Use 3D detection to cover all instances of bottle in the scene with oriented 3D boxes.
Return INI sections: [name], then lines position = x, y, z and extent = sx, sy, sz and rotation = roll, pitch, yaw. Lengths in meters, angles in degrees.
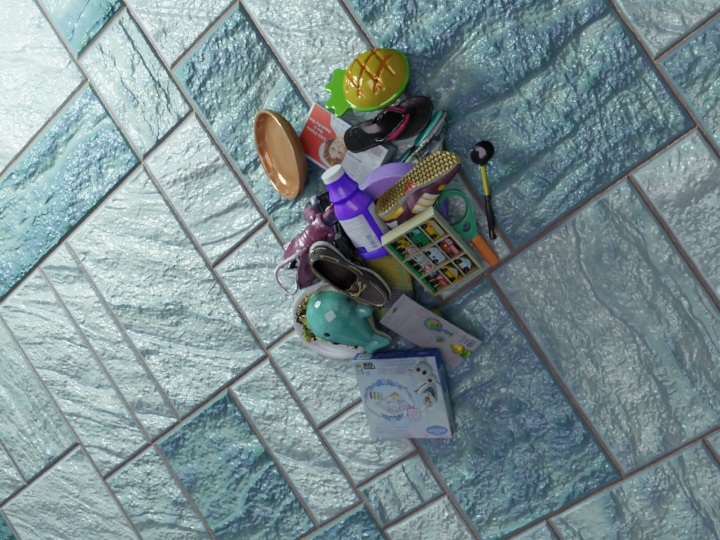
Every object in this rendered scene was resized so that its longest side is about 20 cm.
[bottle]
position = -0.008, -0.116, 1.644
extent = 0.083, 0.066, 0.201
rotation = -10, 122, 43

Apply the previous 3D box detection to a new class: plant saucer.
[plant saucer]
position = -0.171, -0.255, 1.790
extent = 0.200, 0.037, 0.203
rotation = 45, 148, 39

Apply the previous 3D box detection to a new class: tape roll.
[tape roll]
position = 0.083, -0.119, 1.708
extent = 0.196, 0.066, 0.203
rotation = 5, 123, 7

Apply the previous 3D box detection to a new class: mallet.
[mallet]
position = 0.261, -0.167, 1.685
extent = 0.040, 0.066, 0.203
rotation = -3, 114, 24

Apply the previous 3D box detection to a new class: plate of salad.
[plate of salad]
position = -0.065, 0.122, 1.847
extent = 0.196, 0.048, 0.203
rotation = 8, 122, 13

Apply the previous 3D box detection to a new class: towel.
[towel]
position = 0.051, 0.034, 1.769
extent = 0.141, 0.023, 0.202
rotation = 5, 133, 23

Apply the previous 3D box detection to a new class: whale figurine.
[whale figurine]
position = -0.029, 0.121, 1.753
extent = 0.199, 0.105, 0.158
rotation = 41, 134, -19

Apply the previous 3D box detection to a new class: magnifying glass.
[magnifying glass]
position = 0.219, -0.084, 1.671
extent = 0.079, 0.022, 0.200
rotation = -41, 117, 3

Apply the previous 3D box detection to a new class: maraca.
[maraca]
position = 0.012, -0.387, 1.696
extent = 0.197, 0.107, 0.140
rotation = -14, 64, 25

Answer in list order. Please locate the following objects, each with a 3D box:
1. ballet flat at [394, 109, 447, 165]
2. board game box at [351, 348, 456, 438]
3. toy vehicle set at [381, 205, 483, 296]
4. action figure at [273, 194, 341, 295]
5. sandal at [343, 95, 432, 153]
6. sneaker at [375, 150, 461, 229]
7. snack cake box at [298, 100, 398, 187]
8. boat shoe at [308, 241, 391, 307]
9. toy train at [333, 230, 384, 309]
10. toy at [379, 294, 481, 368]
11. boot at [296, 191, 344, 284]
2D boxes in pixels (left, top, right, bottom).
[ballet flat]
position = 0.129, -0.243, 1.711
extent = 0.074, 0.074, 0.200
rotation = 47, 116, 7
[board game box]
position = 0.096, 0.274, 1.817
extent = 0.197, 0.043, 0.202
rotation = -5, 110, 24
[toy vehicle set]
position = 0.146, -0.035, 1.655
extent = 0.123, 0.027, 0.200
rotation = -30, 132, 21
[action figure]
position = -0.106, -0.068, 1.715
extent = 0.134, 0.148, 0.201
rotation = 43, 123, 12
[sandal]
position = 0.057, -0.296, 1.675
extent = 0.197, 0.045, 0.076
rotation = -23, 79, 9
[sneaker]
position = 0.127, -0.152, 1.608
extent = 0.199, 0.076, 0.090
rotation = -33, 130, 24
[snack cake box]
position = -0.033, -0.263, 1.765
extent = 0.199, 0.067, 0.116
rotation = 35, 114, 12
[boat shoe]
position = -0.021, 0.019, 1.662
extent = 0.199, 0.060, 0.072
rotation = 36, 118, -18
[toy train]
position = 0.000, 0.000, 1.713
extent = 0.034, 0.046, 0.201
rotation = -22, 119, 17
[toy]
position = 0.153, 0.120, 1.760
extent = 0.198, 0.048, 0.115
rotation = 34, 136, -5
[boot]
position = -0.090, -0.070, 1.823
extent = 0.210, 0.079, 0.159
rotation = -33, 90, 20
